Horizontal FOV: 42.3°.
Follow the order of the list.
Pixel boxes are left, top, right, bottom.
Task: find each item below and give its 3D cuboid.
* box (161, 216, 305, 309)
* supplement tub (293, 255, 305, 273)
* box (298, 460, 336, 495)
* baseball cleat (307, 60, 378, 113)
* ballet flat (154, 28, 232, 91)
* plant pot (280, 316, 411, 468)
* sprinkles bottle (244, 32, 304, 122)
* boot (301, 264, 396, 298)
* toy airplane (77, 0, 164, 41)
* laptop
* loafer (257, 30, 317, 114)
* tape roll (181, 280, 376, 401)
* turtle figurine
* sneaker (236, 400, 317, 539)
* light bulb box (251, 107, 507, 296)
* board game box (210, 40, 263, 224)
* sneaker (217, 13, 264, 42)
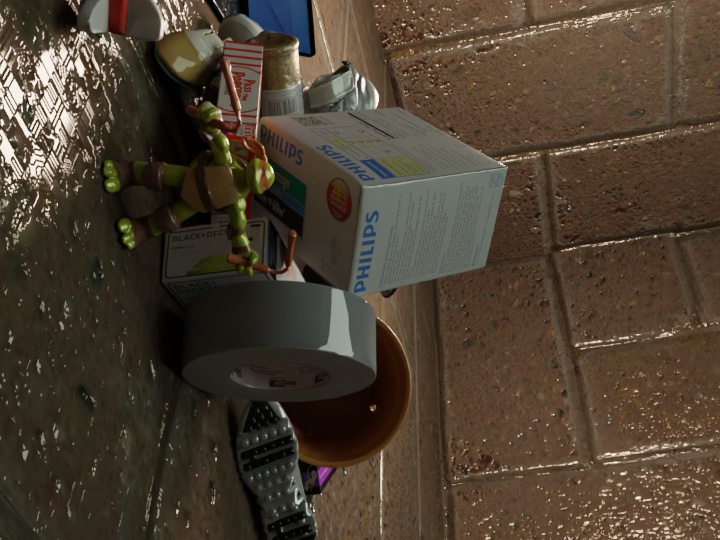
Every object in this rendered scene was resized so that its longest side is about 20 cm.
[{"bbox_3d":[-0.123,0.024,0.996,0.201,0.114,0.061,68,19,-60],"label":"box"},{"bbox_3d":[-0.073,0.013,1.280,0.201,0.119,0.125,64,20,-63],"label":"supplement tub"},{"bbox_3d":[-0.074,0.211,1.368,0.143,0.035,0.205,-10,93,-82],"label":"box"},{"bbox_3d":[-0.039,-0.166,1.148,0.106,0.069,0.204,41,54,-40],"label":"baseball cleat"},{"bbox_3d":[-0.174,-0.243,1.043,0.069,0.063,0.200,53,10,-3],"label":"ballet flat"},{"bbox_3d":[-0.040,0.150,1.223,0.140,0.195,0.205,136,-53,-80],"label":"plant pot"},{"bbox_3d":[-0.099,-0.179,1.129,0.069,0.066,0.204,-81,169,-61],"label":"sprinkles bottle"},{"bbox_3d":[0.000,0.000,1.164,0.131,0.069,0.203,39,53,-34],"label":"boot"},{"bbox_3d":[-0.190,-0.295,0.779,0.200,0.138,0.204,67,17,-58],"label":"toy airplane"},{"bbox_3d":[-0.139,-0.415,1.295,0.200,0.101,0.182,55,28,-70],"label":"laptop"},{"bbox_3d":[-0.080,-0.212,1.188,0.071,0.068,0.203,-62,141,-43],"label":"loafer"},{"bbox_3d":[-0.081,0.077,0.939,0.201,0.195,0.068,59,27,-66],"label":"tape roll"},{"bbox_3d":[-0.143,-0.083,0.823,0.065,0.157,0.204,-83,161,-59],"label":"turtle figurine"},{"bbox_3d":[-0.103,0.234,1.106,0.081,0.073,0.204,-112,-169,-67],"label":"sneaker"},{"bbox_3d":[0.015,-0.082,1.004,0.197,0.197,0.127,37,-53,43],"label":"light bulb box"},{"bbox_3d":[-0.139,-0.124,1.033,0.202,0.045,0.154,103,-11,-51],"label":"board game box"},{"bbox_3d":[-0.143,-0.230,1.208,0.081,0.075,0.205,-51,129,-70],"label":"sneaker"}]
